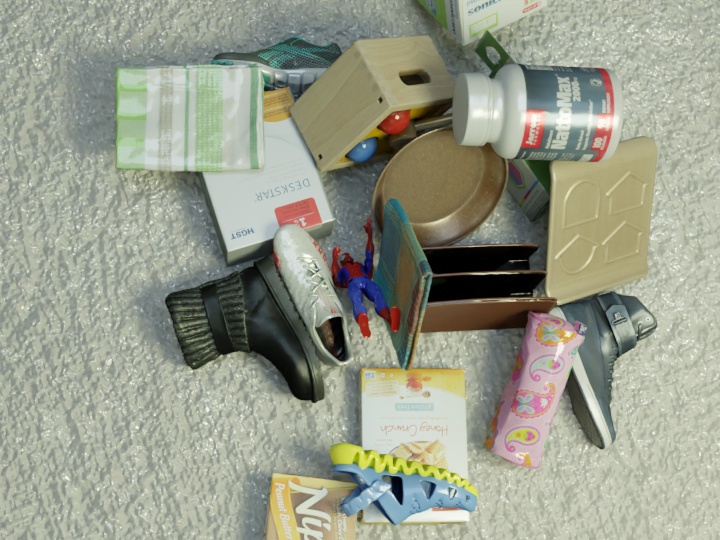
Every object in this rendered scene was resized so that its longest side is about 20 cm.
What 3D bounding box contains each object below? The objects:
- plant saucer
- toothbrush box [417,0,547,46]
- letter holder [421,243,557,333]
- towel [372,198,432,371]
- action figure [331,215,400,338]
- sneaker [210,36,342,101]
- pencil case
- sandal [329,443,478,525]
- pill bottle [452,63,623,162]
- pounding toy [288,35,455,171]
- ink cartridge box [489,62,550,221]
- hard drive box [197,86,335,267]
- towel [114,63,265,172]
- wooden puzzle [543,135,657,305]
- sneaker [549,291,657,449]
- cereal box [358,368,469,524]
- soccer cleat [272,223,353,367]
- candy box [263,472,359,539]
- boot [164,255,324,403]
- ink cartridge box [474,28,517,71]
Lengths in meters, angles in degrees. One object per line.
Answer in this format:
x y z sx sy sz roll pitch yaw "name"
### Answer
0.103 -0.117 1.738 0.198 0.202 0.037 -17 43 -12 "plant saucer"
0.151 -0.428 1.824 0.144 0.087 0.200 -27 49 -14 "toothbrush box"
0.148 0.016 1.711 0.197 0.142 0.102 -3 75 -8 "letter holder"
0.050 0.014 1.647 0.021 0.148 0.201 3 29 -13 "towel"
0.000 0.000 1.671 0.064 0.200 0.100 -10 113 -10 "action figure"
-0.111 -0.288 1.810 0.197 0.078 0.092 6 57 -9 "sneaker"
0.230 0.154 1.681 0.086 0.087 0.202 19 93 -1 "pencil case"
0.050 0.279 1.617 0.197 0.080 0.088 13 76 -5 "sandal"
0.222 -0.201 1.639 0.197 0.120 0.121 1 74 -9 "pill bottle"
0.052 -0.217 1.727 0.199 0.184 0.143 -15 72 -47 "pounding toy"
0.214 -0.177 1.794 0.059 0.104 0.201 -32 81 -15 "ink cartridge box"
-0.138 -0.128 1.749 0.154 0.077 0.202 -18 78 -11 "hard drive box"
-0.225 -0.204 1.706 0.197 0.031 0.151 -1 73 -6 "towel"
0.319 -0.072 1.752 0.183 0.046 0.203 -16 115 -29 "wooden puzzle"
0.345 0.127 1.740 0.144 0.077 0.205 -15 76 -8 "sneaker"
0.069 0.231 1.694 0.142 0.040 0.203 0 74 -7 "cereal box"
-0.057 0.034 1.679 0.068 0.085 0.202 -22 103 -13 "soccer cleat"
-0.068 0.364 1.630 0.114 0.055 0.203 8 72 -6 "candy box"
-0.150 0.101 1.682 0.156 0.079 0.213 -25 81 -11 "boot"
0.244 -0.255 1.785 0.048 0.146 0.201 -37 90 -3 "ink cartridge box"
